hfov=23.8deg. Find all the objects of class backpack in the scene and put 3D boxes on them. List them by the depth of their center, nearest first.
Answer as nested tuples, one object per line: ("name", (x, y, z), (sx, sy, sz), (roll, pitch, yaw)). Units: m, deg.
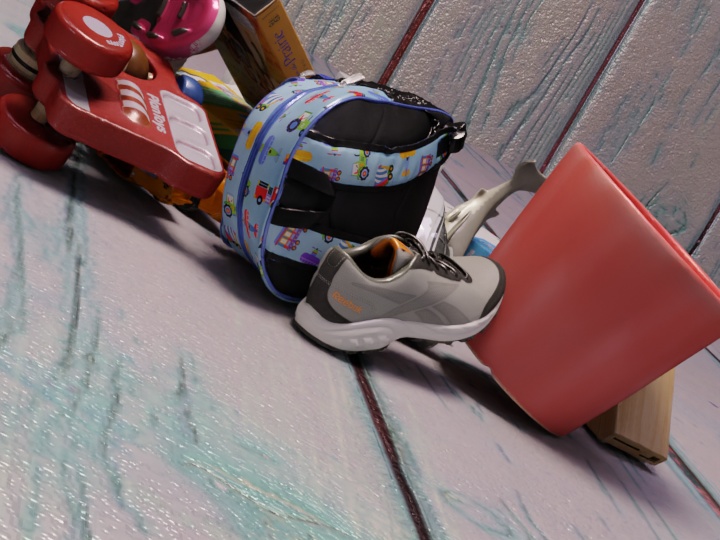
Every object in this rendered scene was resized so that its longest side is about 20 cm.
("backpack", (-0.035, -0.066, 1.319), (0.134, 0.184, 0.199), (27, 14, 30))

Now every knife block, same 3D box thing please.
("knife block", (0.250, 0.057, 1.543), (0.064, 0.176, 0.200), (25, 11, -22))

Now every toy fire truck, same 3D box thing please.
("toy fire truck", (-0.191, -0.140, 1.312), (0.167, 0.112, 0.200), (25, 23, -28))

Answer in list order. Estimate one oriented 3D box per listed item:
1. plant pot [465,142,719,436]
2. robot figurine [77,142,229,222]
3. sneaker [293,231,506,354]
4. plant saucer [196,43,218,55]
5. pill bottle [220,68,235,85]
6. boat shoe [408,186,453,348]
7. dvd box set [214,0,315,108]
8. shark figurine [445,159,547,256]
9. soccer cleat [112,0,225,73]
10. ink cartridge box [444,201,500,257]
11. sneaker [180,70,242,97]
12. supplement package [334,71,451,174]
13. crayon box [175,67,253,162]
("plant pot", (0.183, 0.026, 1.403), (0.200, 0.177, 0.201), (46, 9, -10))
("robot figurine", (-0.178, -0.108, 1.426), (0.200, 0.058, 0.145), (39, 11, 35))
("sneaker", (0.042, 0.009, 1.290), (0.199, 0.080, 0.074), (-8, 35, -43))
("plant saucer", (-0.163, -0.273, 1.489), (0.199, 0.200, 0.038), (23, 38, -35))
("pill bottle", (-0.069, -0.151, 1.798), (0.116, 0.117, 0.200), (22, 13, -40))
("boat shoe", (0.050, 0.001, 1.488), (0.071, 0.072, 0.201), (46, 31, -20))
("dvd box set", (-0.087, -0.188, 1.470), (0.146, 0.029, 0.200), (41, -14, 38))
("shark figurine", (0.107, -0.021, 1.669), (0.090, 0.214, 0.128), (56, -27, -15))
("soccer cleat", (-0.168, -0.200, 1.445), (0.199, 0.070, 0.086), (2, -23, 45))
("ink cartridge box", (0.077, -0.033, 1.790), (0.200, 0.067, 0.116), (37, 12, 29))
("sneaker", (-0.107, -0.143, 1.686), (0.200, 0.080, 0.077), (43, -12, 31))
("supplement package", (0.011, -0.140, 1.987), (0.109, 0.114, 0.200), (28, 9, -20))
("crayon box", (-0.111, -0.114, 1.547), (0.200, 0.052, 0.125), (39, 16, 25))
